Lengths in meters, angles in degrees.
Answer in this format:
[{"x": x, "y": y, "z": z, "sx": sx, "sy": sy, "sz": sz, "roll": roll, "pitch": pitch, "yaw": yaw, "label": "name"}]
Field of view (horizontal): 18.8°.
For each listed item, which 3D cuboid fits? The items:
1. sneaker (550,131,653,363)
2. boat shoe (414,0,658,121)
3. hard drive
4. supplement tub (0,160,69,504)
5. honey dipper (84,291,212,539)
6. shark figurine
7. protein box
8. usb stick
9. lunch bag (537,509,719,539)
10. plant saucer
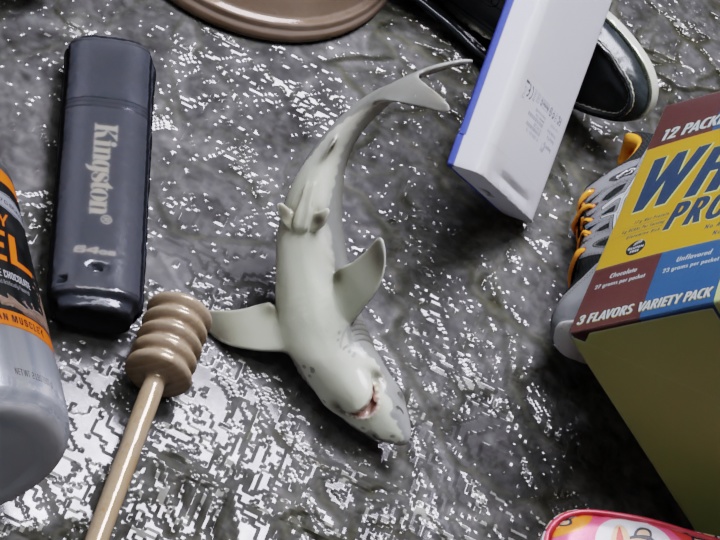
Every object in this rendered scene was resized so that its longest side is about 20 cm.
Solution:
[{"x": 0.158, "y": -0.015, "z": 1.316, "sx": 0.077, "sy": 0.078, "sz": 0.200, "roll": 25, "pitch": 44, "yaw": 19, "label": "sneaker"}, {"x": 0.098, "y": -0.154, "z": 1.385, "sx": 0.199, "sy": 0.075, "sz": 0.066, "roll": 44, "pitch": 44, "yaw": 17, "label": "boat shoe"}, {"x": 0.110, "y": -0.138, "z": 1.284, "sx": 0.025, "sy": 0.132, "sz": 0.201, "roll": 18, "pitch": 85, "yaw": 21, "label": "hard drive"}, {"x": -0.221, "y": 0.014, "z": 1.083, "sx": 0.122, "sy": 0.123, "sz": 0.201, "roll": -3, "pitch": 56, "yaw": -26, "label": "supplement tub"}, {"x": -0.119, "y": 0.097, "z": 1.123, "sx": 0.038, "sy": 0.038, "sz": 0.201, "roll": 21, "pitch": 51, "yaw": -7, "label": "honey dipper"}, {"x": -0.009, "y": -0.020, "z": 1.221, "sx": 0.128, "sy": 0.216, "sz": 0.089, "roll": 10, "pitch": 3, "yaw": 20, "label": "shark figurine"}, {"x": 0.244, "y": 0.027, "z": 1.213, "sx": 0.199, "sy": 0.135, "sz": 0.200, "roll": 55, "pitch": 41, "yaw": -26, "label": "protein box"}, {"x": -0.145, "y": -0.053, "z": 1.228, "sx": 0.055, "sy": 0.033, "sz": 0.201, "roll": 12, "pitch": 51, "yaw": -17, "label": "usb stick"}, {"x": 0.141, "y": 0.223, "z": 1.108, "sx": 0.175, "sy": 0.082, "sz": 0.201, "roll": 14, "pitch": 50, "yaw": -13, "label": "lunch bag"}, {"x": -0.065, "y": -0.231, "z": 1.407, "sx": 0.199, "sy": 0.030, "sz": 0.201, "roll": 12, "pitch": 50, "yaw": -14, "label": "plant saucer"}]
